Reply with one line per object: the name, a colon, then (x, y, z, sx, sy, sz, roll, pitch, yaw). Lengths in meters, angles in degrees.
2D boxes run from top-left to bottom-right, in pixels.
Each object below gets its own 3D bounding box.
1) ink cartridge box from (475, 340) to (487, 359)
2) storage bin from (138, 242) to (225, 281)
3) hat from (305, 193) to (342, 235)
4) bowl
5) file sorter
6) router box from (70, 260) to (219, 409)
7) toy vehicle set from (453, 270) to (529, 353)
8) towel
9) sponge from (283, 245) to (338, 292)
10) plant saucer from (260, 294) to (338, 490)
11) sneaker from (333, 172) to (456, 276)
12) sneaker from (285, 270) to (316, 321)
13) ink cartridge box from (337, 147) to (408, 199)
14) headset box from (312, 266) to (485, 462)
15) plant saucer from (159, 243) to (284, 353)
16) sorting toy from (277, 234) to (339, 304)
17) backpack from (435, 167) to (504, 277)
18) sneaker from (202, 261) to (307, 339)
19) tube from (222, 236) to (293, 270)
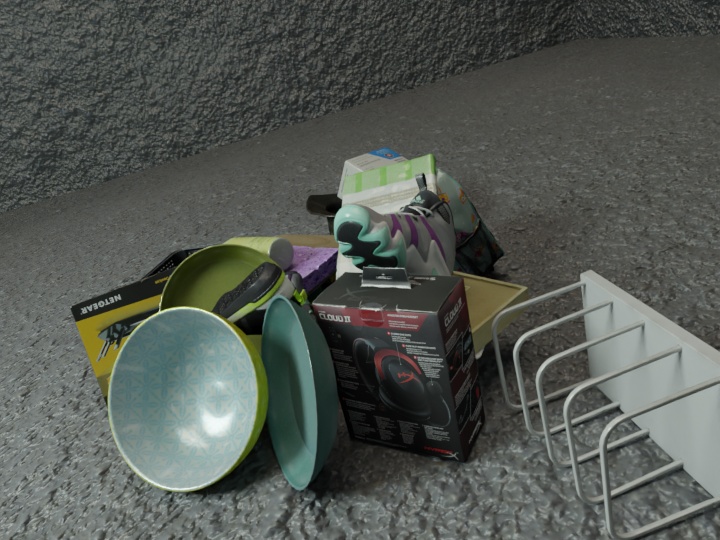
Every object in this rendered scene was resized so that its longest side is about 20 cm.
ink cartridge box: (0.072, 0.102, 0.729, 0.197, 0.068, 0.116, -1, 26, 27)
storage bin: (-0.318, 0.037, 1.050, 0.133, 0.095, 0.201, -6, 25, 19)
hat: (-0.019, -0.106, 1.206, 0.196, 0.082, 0.201, 4, 25, -2)
bowl: (-0.186, 0.148, 0.686, 0.196, 0.205, 0.108, -6, -10, 17)
file sorter: (0.225, 0.118, 0.532, 0.122, 0.141, 0.200, -19, 25, -6)
router box: (-0.295, 0.091, 0.842, 0.197, 0.160, 0.052, -23, -2, -17)
toy vehicle set: (0.098, 0.041, 0.731, 0.123, 0.027, 0.198, -30, 28, -33)
towel: (0.041, -0.065, 0.798, 0.146, 0.031, 0.203, -10, 55, 19)
sponge: (-0.138, -0.006, 0.950, 0.197, 0.030, 0.111, 5, 31, 35)
plant saucer: (-0.066, 0.127, 0.617, 0.035, 0.204, 0.200, -3, 19, -24)
sneaker: (0.050, -0.058, 0.650, 0.077, 0.200, 0.142, 0, 64, 36)
sneaker: (-0.073, 0.092, 0.787, 0.086, 0.075, 0.203, -1, 57, 2)
ink cartridge box: (0.077, -0.152, 1.130, 0.199, 0.085, 0.145, 33, 38, 24)
headset box: (0.043, 0.090, 0.611, 0.146, 0.203, 0.075, 2, 28, 32)
plant saucer: (-0.190, 0.064, 0.833, 0.198, 0.203, 0.031, -25, 0, -24)
sorting toy: (-0.118, 0.011, 1.025, 0.197, 0.071, 0.199, 4, 30, 33)
backpack: (0.106, -0.065, 0.905, 0.153, 0.202, 0.175, -41, 33, -15)
sneaker: (-0.141, 0.065, 0.733, 0.199, 0.083, 0.072, -32, 25, 43)
tube: (-0.190, -0.031, 0.946, 0.057, 0.053, 0.198, 15, -7, -43)
